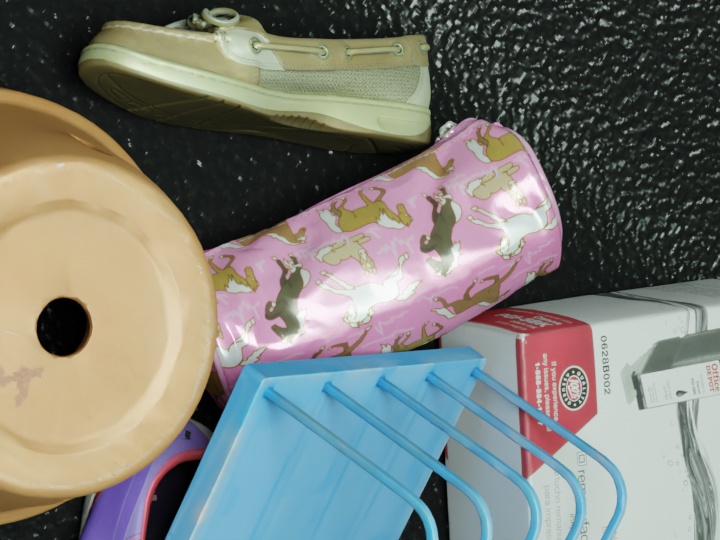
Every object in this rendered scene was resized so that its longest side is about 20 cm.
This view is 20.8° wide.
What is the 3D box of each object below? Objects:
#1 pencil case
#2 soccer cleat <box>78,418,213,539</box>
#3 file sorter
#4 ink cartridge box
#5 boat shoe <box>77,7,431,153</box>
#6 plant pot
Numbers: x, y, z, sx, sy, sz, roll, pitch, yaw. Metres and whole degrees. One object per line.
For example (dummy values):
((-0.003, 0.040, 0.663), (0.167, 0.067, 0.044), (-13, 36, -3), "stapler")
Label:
((0.000, 0.000, 0.973), (0.199, 0.087, 0.083), (-27, 136, -12), "pencil case")
((-0.114, 0.167, 0.944), (0.068, 0.073, 0.201), (23, 82, -30), "soccer cleat")
((0.018, 0.130, 0.926), (0.200, 0.122, 0.139), (-1, 121, -58), "file sorter")
((0.150, 0.089, 1.087), (0.199, 0.083, 0.148), (-8, 98, -31), "ink cartridge box")
((-0.047, -0.102, 0.969), (0.200, 0.073, 0.064), (8, 83, -33), "boat shoe")
((-0.150, 0.019, 0.840), (0.199, 0.140, 0.202), (-2, 94, -31), "plant pot")
